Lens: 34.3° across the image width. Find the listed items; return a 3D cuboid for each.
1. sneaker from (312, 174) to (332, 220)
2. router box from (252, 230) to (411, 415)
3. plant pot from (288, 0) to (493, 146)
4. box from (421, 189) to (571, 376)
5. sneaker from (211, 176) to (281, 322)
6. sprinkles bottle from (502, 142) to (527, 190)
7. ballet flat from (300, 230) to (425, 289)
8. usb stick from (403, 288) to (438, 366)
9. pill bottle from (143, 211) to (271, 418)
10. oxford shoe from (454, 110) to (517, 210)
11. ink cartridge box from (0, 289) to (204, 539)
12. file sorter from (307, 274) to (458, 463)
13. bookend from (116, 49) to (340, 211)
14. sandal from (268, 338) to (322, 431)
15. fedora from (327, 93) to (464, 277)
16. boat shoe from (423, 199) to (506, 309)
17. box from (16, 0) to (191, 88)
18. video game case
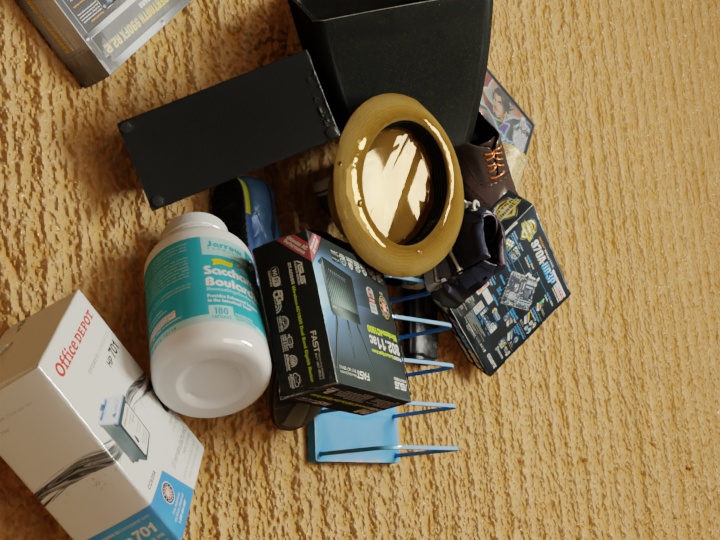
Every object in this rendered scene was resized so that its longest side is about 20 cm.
[{"bbox_3d":[0.028,-0.102,1.408,0.200,0.078,0.080,-29,98,-39],"label":"sneaker"},{"bbox_3d":[-0.024,0.058,1.152,0.200,0.062,0.151,25,51,-64],"label":"router box"},{"bbox_3d":[0.037,-0.233,1.339,0.199,0.200,0.178,-11,113,-9],"label":"plant pot"},{"bbox_3d":[0.173,0.021,1.453,0.159,0.046,0.200,-45,139,-9],"label":"box"},{"bbox_3d":[-0.111,-0.002,1.239,0.078,0.066,0.201,12,71,-48],"label":"sneaker"},{"bbox_3d":[0.160,-0.069,1.524,0.068,0.068,0.201,36,64,-35],"label":"sprinkles bottle"},{"bbox_3d":[0.000,0.000,1.360,0.199,0.066,0.057,13,69,-37],"label":"ballet flat"},{"bbox_3d":[0.076,0.018,1.458,0.055,0.032,0.201,20,65,-50],"label":"usb stick"},{"bbox_3d":[-0.151,0.034,1.117,0.111,0.111,0.200,33,28,-37],"label":"pill bottle"},{"bbox_3d":[0.152,-0.131,1.456,0.071,0.072,0.200,-35,96,-22],"label":"oxford shoe"},{"bbox_3d":[-0.233,0.140,1.013,0.200,0.086,0.147,57,14,-21],"label":"ink cartridge box"},{"bbox_3d":[0.028,0.111,1.315,0.138,0.122,0.201,11,71,-46],"label":"file sorter"},{"bbox_3d":[-0.134,-0.145,1.214,0.199,0.199,0.092,-22,97,-3],"label":"bookend"},{"bbox_3d":[-0.072,0.071,1.263,0.081,0.054,0.201,0,88,-37],"label":"sandal"},{"bbox_3d":[0.025,-0.087,1.246,0.200,0.082,0.202,8,78,-41],"label":"fedora"},{"bbox_3d":[0.118,-0.057,1.330,0.075,0.093,0.201,26,43,-36],"label":"boat shoe"},{"bbox_3d":[-0.257,-0.305,1.175,0.159,0.048,0.200,54,47,-23],"label":"box"},{"bbox_3d":[0.161,-0.198,1.613,0.200,0.025,0.181,43,51,-31],"label":"video game case"}]
